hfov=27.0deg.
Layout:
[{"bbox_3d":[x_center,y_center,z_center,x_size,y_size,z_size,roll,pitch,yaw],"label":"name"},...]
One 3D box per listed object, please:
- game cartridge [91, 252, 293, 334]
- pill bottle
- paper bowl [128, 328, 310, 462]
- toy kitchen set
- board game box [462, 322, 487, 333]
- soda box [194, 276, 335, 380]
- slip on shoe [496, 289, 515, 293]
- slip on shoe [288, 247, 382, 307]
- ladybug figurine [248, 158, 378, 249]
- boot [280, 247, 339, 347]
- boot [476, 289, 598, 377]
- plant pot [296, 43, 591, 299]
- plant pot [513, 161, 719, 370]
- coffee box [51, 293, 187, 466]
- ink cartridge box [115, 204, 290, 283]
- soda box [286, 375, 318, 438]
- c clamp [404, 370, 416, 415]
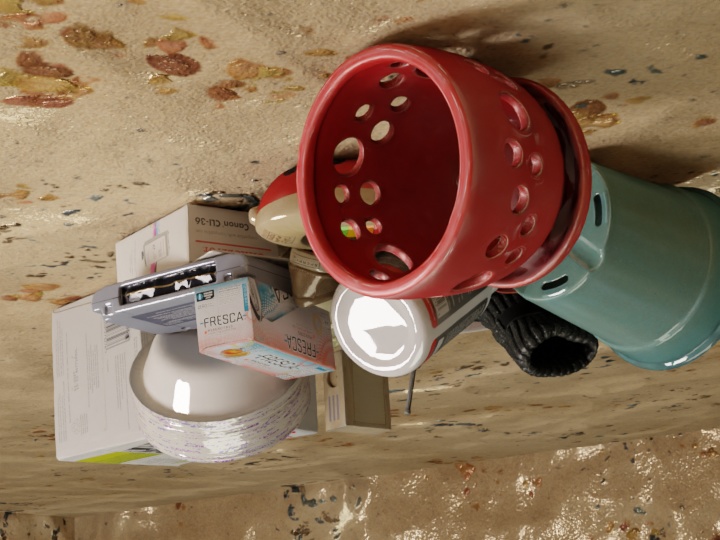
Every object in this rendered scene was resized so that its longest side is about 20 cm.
[{"bbox_3d":[-0.165,0.027,1.580,0.199,0.041,0.133,-13,159,27],"label":"game cartridge"},{"bbox_3d":[0.066,0.020,1.549,0.115,0.116,0.200,-16,-169,37],"label":"pill bottle"},{"bbox_3d":[-0.159,0.113,1.679,0.199,0.201,0.105,-5,125,1],"label":"paper bowl"},{"bbox_3d":[-0.089,0.133,1.986,0.163,0.181,0.200,10,159,-39],"label":"toy kitchen set"},{"bbox_3d":[0.137,0.052,1.895,0.126,0.035,0.199,4,-173,45],"label":"board game box"},{"bbox_3d":[-0.094,0.062,1.537,0.063,0.069,0.200,-13,164,20],"label":"soda box"},{"bbox_3d":[0.128,-0.011,1.655,0.199,0.061,0.074,14,154,18],"label":"slip on shoe"},{"bbox_3d":[-0.011,-0.008,1.589,0.076,0.061,0.200,15,-162,23],"label":"slip on shoe"},{"bbox_3d":[-0.010,-0.066,1.469,0.199,0.072,0.136,-2,166,-13],"label":"ladybug figurine"},{"bbox_3d":[0.000,0.000,1.708,0.199,0.073,0.156,-26,145,-3],"label":"boot"},{"bbox_3d":[0.228,0.041,1.697,0.210,0.080,0.158,-22,-146,-22],"label":"boot"},{"bbox_3d":[0.076,-0.078,1.224,0.182,0.202,0.200,-2,168,-43],"label":"plant pot"},{"bbox_3d":[0.256,-0.018,1.532,0.196,0.201,0.200,20,153,-39],"label":"plant pot"},{"bbox_3d":[-0.253,0.134,1.901,0.197,0.201,0.199,9,160,-42],"label":"coffee box"},{"bbox_3d":[-0.166,-0.019,1.613,0.116,0.068,0.200,6,163,-37],"label":"ink cartridge box"},{"bbox_3d":[-0.098,0.099,1.812,0.063,0.201,0.068,-11,163,30],"label":"soda box"},{"bbox_3d":[0.015,0.122,2.032,0.027,0.172,0.199,34,150,-32],"label":"c clamp"}]
